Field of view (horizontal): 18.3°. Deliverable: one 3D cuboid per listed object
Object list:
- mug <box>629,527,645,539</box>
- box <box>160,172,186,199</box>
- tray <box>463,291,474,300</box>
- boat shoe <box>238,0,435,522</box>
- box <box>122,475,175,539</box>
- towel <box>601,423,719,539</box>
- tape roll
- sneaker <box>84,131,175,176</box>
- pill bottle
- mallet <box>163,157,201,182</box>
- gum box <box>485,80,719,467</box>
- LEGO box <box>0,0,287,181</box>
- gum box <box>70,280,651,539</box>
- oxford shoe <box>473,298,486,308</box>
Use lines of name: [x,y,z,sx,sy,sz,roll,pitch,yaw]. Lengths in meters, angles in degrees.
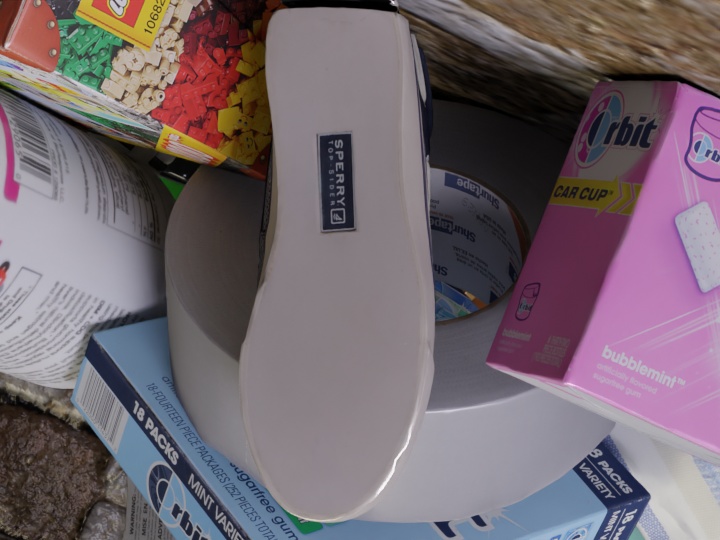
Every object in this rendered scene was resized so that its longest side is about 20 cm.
mug: [0.145,0.108,1.137,0.152,0.115,0.185,22,175,13]
box: [-0.164,-0.038,1.310,0.199,0.097,0.176,19,-174,-5]
tray: [0.000,0.000,1.118,0.098,0.037,0.200,21,137,-26]
boat shoe: [0.000,-0.006,0.851,0.074,0.201,0.093,3,176,12]
box: [-0.024,0.113,1.282,0.200,0.113,0.101,6,176,-41]
towel: [0.182,0.068,0.978,0.200,0.024,0.147,-22,103,47]
tape roll: [0.018,0.012,0.945,0.200,0.200,0.066,21,135,21]
sneaker: [-0.171,-0.114,1.139,0.115,0.076,0.200,38,180,-38]
pill bottle: [-0.148,-0.011,0.995,0.113,0.114,0.200,20,175,34]
mallet: [-0.047,-0.080,1.284,0.041,0.066,0.200,26,-167,29]
gum box: [0.161,0.022,0.832,0.200,0.114,0.066,24,175,-23]
LEGO box: [-0.123,-0.109,0.937,0.149,0.077,0.200,25,175,-38]
gum box: [0.001,0.078,0.989,0.200,0.045,0.170,-14,-131,-39]
oxford shoe: [0.044,0.014,1.198,0.199,0.072,0.071,-16,167,19]
